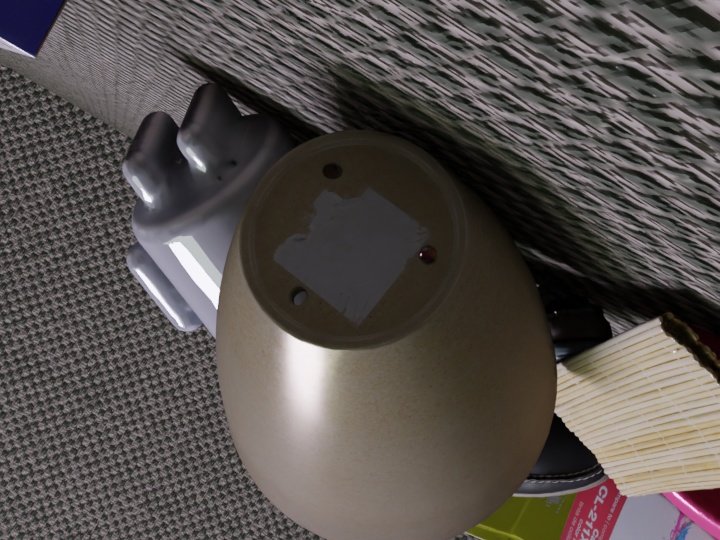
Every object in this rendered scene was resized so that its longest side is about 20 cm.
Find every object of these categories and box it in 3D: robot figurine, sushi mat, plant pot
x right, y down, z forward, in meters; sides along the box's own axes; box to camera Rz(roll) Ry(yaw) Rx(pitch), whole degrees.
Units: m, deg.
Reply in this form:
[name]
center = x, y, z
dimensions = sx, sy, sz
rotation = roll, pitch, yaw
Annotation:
[robot figurine]
center = -0.064, -0.015, 0.721
dimensions = 0.201, 0.168, 0.114
rotation = 56, -153, -29
[sushi mat]
center = 0.146, 0.076, 0.587
dimensions = 0.096, 0.012, 0.200
rotation = 49, 165, 4
[plant pot]
center = 0.007, 0.023, 0.543
dimensions = 0.186, 0.189, 0.200
rotation = 28, 165, 14

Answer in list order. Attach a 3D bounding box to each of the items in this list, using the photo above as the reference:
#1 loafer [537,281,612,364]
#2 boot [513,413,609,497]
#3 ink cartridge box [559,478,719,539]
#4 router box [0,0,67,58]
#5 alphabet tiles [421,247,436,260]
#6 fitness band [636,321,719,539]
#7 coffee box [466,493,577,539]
[loafer]
center = 0.110, 0.035, 0.732
dimensions = 0.071, 0.064, 0.200
rotation = 0, 170, -4
[boot]
center = 0.051, 0.092, 0.701
dimensions = 0.197, 0.074, 0.150
rotation = 10, 173, 22
[ink cartridge box]
center = 0.239, 0.196, 0.712
dimensions = 0.144, 0.084, 0.200
rotation = 18, -169, -26
[router box]
center = -0.257, -0.185, 0.595
dimensions = 0.199, 0.049, 0.179
rotation = 30, 178, -29
[alphabet tiles]
center = 0.000, 0.000, 0.785
dimensions = 0.199, 0.008, 0.168
rotation = 37, 146, 16
[fitness band]
center = 0.199, 0.101, 0.583
dimensions = 0.199, 0.037, 0.145
rotation = 32, 154, 51
[coffee box]
center = 0.133, 0.140, 1.101
dimensions = 0.199, 0.202, 0.197
rotation = 30, 178, -33
